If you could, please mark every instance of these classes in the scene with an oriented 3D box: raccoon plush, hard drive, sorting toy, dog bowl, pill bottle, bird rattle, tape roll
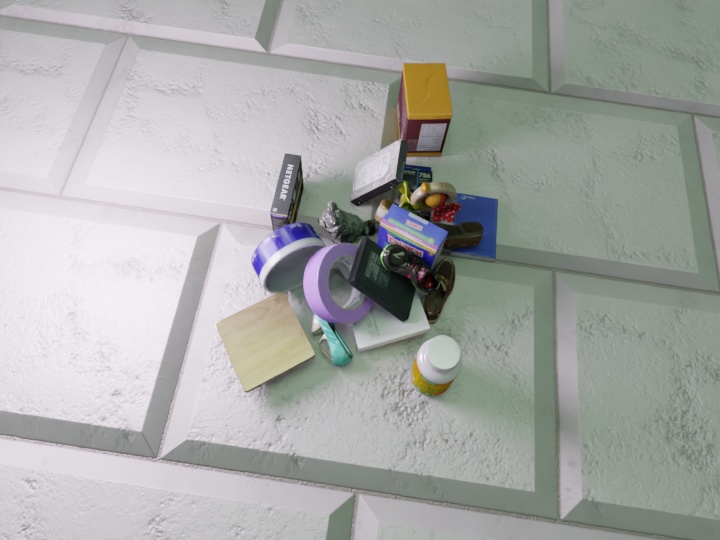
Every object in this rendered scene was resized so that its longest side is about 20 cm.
[{"bbox_3d":[-0.025,-0.153,1.620,0.197,0.135,0.098,-24,66,-14],"label":"raccoon plush"},{"bbox_3d":[0.074,0.131,1.532,0.196,0.027,0.134,-15,56,-3],"label":"hard drive"},{"bbox_3d":[0.339,-0.131,1.691,0.129,0.025,0.203,8,64,1],"label":"hard drive"},{"bbox_3d":[0.051,-0.285,1.666,0.038,0.198,0.142,28,59,-34],"label":"hard drive"},{"bbox_3d":[-0.246,0.190,1.481,0.197,0.070,0.201,-25,69,-15],"label":"sorting toy"},{"bbox_3d":[0.064,0.024,1.489,0.199,0.033,0.141,36,54,-26],"label":"hard drive"},{"bbox_3d":[-0.188,-0.032,1.518,0.198,0.201,0.079,-29,66,-16],"label":"dog bowl"},{"bbox_3d":[0.189,0.234,1.411,0.109,0.201,0.113,1,64,-2],"label":"pill bottle"},{"bbox_3d":[0.203,-0.191,1.594,0.196,0.163,0.115,8,67,-17],"label":"bird rattle"},{"bbox_3d":[-0.051,0.033,1.475,0.198,0.065,0.204,4,84,-40],"label":"tape roll"}]

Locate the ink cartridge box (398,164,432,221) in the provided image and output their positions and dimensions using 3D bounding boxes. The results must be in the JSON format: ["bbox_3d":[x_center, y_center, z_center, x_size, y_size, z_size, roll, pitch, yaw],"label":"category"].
[{"bbox_3d":[0.168,-0.247,1.731,0.097,0.039,0.203,4,64,0],"label":"ink cartridge box"}]

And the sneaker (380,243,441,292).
[{"bbox_3d":[0.136,-0.007,1.476,0.198,0.083,0.078,31,80,-27],"label":"sneaker"}]

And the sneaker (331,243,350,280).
[{"bbox_3d":[0.000,0.000,1.595,0.198,0.070,0.081,26,85,9],"label":"sneaker"}]

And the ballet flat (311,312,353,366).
[{"bbox_3d":[-0.091,0.165,1.507,0.070,0.067,0.202,-30,67,-1],"label":"ballet flat"}]

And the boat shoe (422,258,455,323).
[{"bbox_3d":[0.220,0.046,1.574,0.071,0.072,0.202,23,66,8],"label":"boat shoe"}]

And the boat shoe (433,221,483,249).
[{"bbox_3d":[0.250,-0.089,1.610,0.196,0.069,0.073,-1,42,-4],"label":"boat shoe"}]

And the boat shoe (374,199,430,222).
[{"bbox_3d":[0.131,-0.134,1.656,0.198,0.069,0.074,28,38,-13],"label":"boat shoe"}]

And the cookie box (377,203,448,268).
[{"bbox_3d":[0.134,-0.069,1.553,0.169,0.201,0.076,29,66,11],"label":"cookie box"}]

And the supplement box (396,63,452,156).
[{"bbox_3d":[0.192,-0.492,1.758,0.130,0.201,0.201,-1,64,-4],"label":"supplement box"}]

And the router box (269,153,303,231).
[{"bbox_3d":[-0.207,-0.203,1.623,0.051,0.158,0.203,9,63,1],"label":"router box"}]
